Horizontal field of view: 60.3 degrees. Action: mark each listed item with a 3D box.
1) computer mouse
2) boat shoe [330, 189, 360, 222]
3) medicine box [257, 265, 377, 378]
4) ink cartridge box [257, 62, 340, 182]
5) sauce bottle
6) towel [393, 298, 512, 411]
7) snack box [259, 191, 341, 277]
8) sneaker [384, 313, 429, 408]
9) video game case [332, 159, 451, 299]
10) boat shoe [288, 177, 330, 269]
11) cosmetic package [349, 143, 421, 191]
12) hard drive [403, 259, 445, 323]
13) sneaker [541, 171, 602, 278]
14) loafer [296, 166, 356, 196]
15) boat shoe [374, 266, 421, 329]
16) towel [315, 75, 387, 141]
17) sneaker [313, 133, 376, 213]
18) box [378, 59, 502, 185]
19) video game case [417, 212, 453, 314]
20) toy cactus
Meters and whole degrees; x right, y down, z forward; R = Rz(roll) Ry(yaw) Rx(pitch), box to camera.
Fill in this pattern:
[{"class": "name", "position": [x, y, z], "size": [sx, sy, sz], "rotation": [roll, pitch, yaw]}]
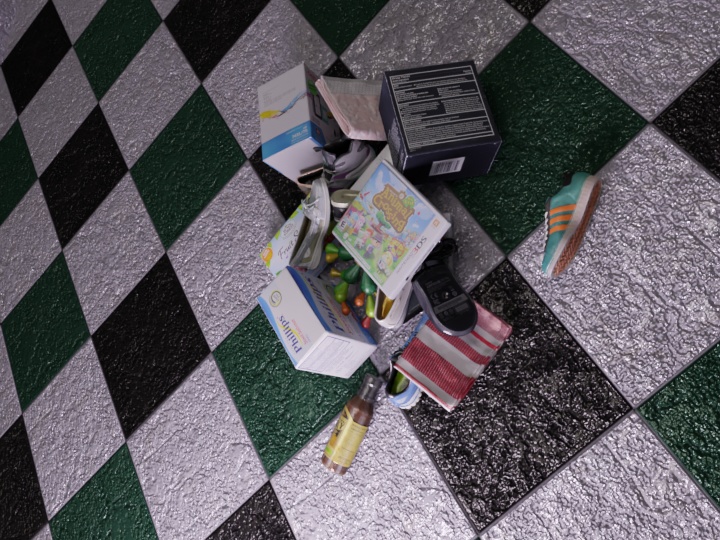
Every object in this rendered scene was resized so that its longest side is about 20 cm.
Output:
[{"class": "computer mouse", "position": [0.155, 0.042, 1.174], "size": [0.135, 0.053, 0.203], "rotation": [-18, 61, -10]}, {"class": "boat shoe", "position": [0.033, -0.117, 1.285], "size": [0.194, 0.069, 0.072], "rotation": [10, 38, 14]}, {"class": "medicine box", "position": [-0.087, 0.110, 1.278], "size": [0.103, 0.199, 0.183], "rotation": [-44, 58, 13]}, {"class": "ink cartridge box", "position": [-0.144, -0.347, 1.480], "size": [0.143, 0.146, 0.206], "rotation": [-18, 67, 26]}, {"class": "sauce bottle", "position": [-0.014, 0.308, 1.259], "size": [0.064, 0.064, 0.204], "rotation": [24, 88, 34]}, {"class": "towel", "position": [0.174, 0.142, 1.161], "size": [0.143, 0.023, 0.201], "rotation": [34, 72, 25]}, {"class": "snack box", "position": [-0.129, -0.059, 1.442], "size": [0.201, 0.053, 0.143], "rotation": [-48, 57, 10]}, {"class": "sneaker", "position": [0.108, 0.170, 1.208], "size": [0.077, 0.089, 0.204], "rotation": [22, 85, 33]}, {"class": "video game case", "position": [0.054, -0.082, 1.189], "size": [0.183, 0.022, 0.201], "rotation": [-52, 58, 16]}, {"class": "boat shoe", "position": [-0.108, -0.098, 1.324], "size": [0.075, 0.063, 0.207], "rotation": [-120, 38, -55]}, {"class": "cosmetic package", "position": [0.042, -0.165, 1.352], "size": [0.201, 0.074, 0.102], "rotation": [-48, 65, 13]}, {"class": "hard drive", "position": [0.096, -0.013, 1.281], "size": [0.138, 0.033, 0.203], "rotation": [-36, 60, 18]}, {"class": "sneaker", "position": [0.369, -0.086, 1.138], "size": [0.079, 0.071, 0.204], "rotation": [22, 83, 38]}, {"class": "loafer", "position": [-0.060, -0.217, 1.439], "size": [0.195, 0.063, 0.074], "rotation": [-14, 68, 28]}, {"class": "boat shoe", "position": [0.069, 0.011, 1.228], "size": [0.069, 0.069, 0.206], "rotation": [12, 83, 33]}, {"class": "towel", "position": [0.019, -0.354, 1.360], "size": [0.194, 0.196, 0.032], "rotation": [62, 139, 29]}, {"class": "sneaker", "position": [-0.069, -0.217, 1.339], "size": [0.201, 0.139, 0.078], "rotation": [-48, 53, 6]}, {"class": "box", "position": [0.154, -0.295, 1.249], "size": [0.194, 0.124, 0.204], "rotation": [-9, 68, -8]}, {"class": "video game case", "position": [0.126, -0.011, 1.292], "size": [0.140, 0.018, 0.206], "rotation": [-8, 72, 29]}, {"class": "toy cactus", "position": [0.000, 0.000, 1.287], "size": [0.166, 0.100, 0.203], "rotation": [-55, 46, 33]}]
